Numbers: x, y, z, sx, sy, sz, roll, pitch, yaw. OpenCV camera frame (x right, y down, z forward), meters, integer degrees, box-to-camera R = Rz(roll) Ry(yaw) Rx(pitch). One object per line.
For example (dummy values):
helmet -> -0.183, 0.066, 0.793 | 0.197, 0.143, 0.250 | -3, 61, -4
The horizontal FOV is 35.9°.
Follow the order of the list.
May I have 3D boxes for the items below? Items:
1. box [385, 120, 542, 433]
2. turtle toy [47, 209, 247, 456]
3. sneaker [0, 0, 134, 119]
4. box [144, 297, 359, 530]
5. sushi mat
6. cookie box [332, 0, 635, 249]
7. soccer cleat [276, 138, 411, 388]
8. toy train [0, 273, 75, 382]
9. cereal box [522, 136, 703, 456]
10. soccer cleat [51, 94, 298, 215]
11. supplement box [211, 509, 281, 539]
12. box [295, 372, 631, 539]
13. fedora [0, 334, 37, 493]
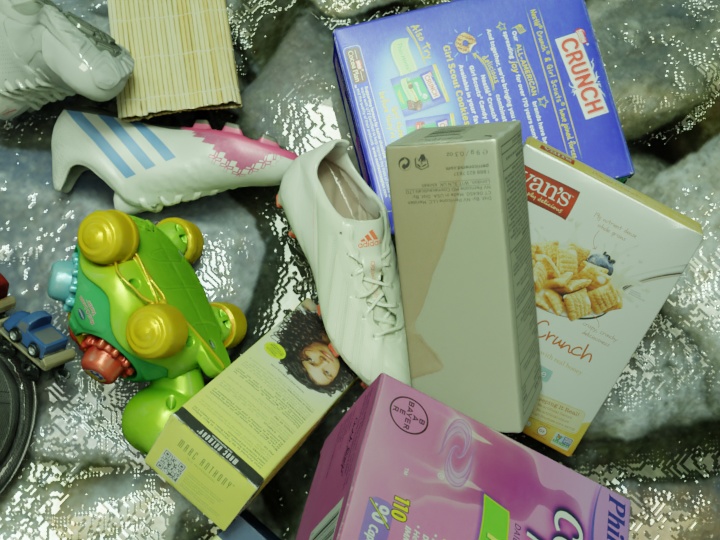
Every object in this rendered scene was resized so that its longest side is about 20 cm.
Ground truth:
box -> 0.075, 0.004, 0.767 | 0.077, 0.095, 0.201 | -2, 103, 19
turtle toy -> -0.157, 0.046, 0.817 | 0.101, 0.146, 0.201 | -30, 80, 14
sneaker -> -0.243, -0.153, 0.851 | 0.200, 0.078, 0.100 | 35, 96, 47
box -> -0.063, 0.093, 0.779 | 0.075, 0.200, 0.050 | 39, 122, 4
sushi mat -> -0.154, -0.204, 0.888 | 0.095, 0.012, 0.201 | -10, 61, -4
cookie box -> 0.093, -0.122, 0.879 | 0.199, 0.075, 0.172 | -14, 82, -4
soccer cleat -> 0.000, 0.000, 0.810 | 0.069, 0.078, 0.201 | -16, 75, -41
toy train -> -0.285, 0.016, 0.833 | 0.200, 0.034, 0.046 | 37, 119, 20
cereal box -> 0.141, 0.021, 0.825 | 0.143, 0.040, 0.201 | 27, 111, 4
soccer cleat -> -0.147, -0.077, 0.873 | 0.199, 0.070, 0.087 | 12, 87, 6
supplement box -> -0.075, 0.306, 0.760 | 0.200, 0.134, 0.200 | 40, 80, 5
box -> 0.061, 0.196, 0.708 | 0.199, 0.097, 0.176 | 29, 43, -9
fedora -> -0.344, 0.108, 0.812 | 0.199, 0.090, 0.178 | -4, 79, -3
